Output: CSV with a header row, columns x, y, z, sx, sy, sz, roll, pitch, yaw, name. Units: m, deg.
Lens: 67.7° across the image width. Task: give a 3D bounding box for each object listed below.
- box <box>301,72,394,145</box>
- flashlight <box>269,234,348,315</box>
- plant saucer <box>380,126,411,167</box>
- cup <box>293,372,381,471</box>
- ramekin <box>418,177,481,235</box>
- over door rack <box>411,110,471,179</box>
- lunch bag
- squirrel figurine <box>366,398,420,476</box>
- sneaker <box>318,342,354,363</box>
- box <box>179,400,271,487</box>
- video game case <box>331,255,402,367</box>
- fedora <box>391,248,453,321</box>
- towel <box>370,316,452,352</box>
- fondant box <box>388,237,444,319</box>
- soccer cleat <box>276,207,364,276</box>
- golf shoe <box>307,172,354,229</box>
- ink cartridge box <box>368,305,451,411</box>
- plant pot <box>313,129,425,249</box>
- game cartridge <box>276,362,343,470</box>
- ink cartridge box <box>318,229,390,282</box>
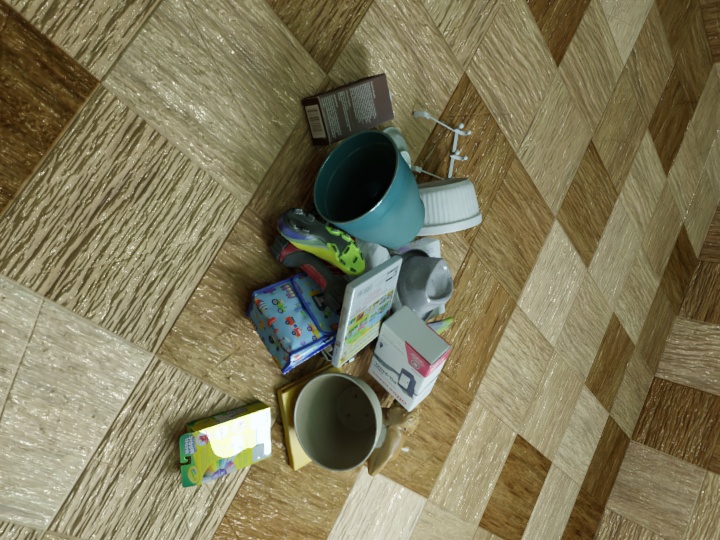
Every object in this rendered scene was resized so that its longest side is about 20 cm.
x,y,z,sx,sy,sz,roll,pitch,yaw,name
-0.024,-0.351,1.164,0.198,0.074,0.102,-29,116,-31,box
-0.100,0.006,1.089,0.067,0.200,0.068,-30,157,-39,flashlight
0.074,-0.226,1.241,0.200,0.049,0.205,-41,138,-50,plant saucer
-0.031,0.321,1.195,0.143,0.196,0.206,4,97,-69,cup
0.192,-0.159,1.306,0.197,0.198,0.108,-19,106,-36,ramekin
0.211,-0.309,1.378,0.197,0.066,0.152,6,94,-41,over door rack
-0.112,0.091,1.112,0.198,0.095,0.152,-26,70,-35,lunch bag
0.083,0.400,1.335,0.199,0.142,0.187,-42,149,1,squirrel figurine
-0.056,0.117,1.189,0.078,0.128,0.205,-17,109,-37,sneaker
-0.278,0.355,1.100,0.197,0.048,0.121,-9,104,-42,box
0.015,0.080,1.108,0.199,0.023,0.186,-31,138,-54,video game case
0.156,0.036,1.276,0.199,0.089,0.181,-31,107,-47,fedora
0.134,0.166,1.376,0.196,0.144,0.023,-4,58,-38,towel
0.147,0.032,1.395,0.142,0.058,0.205,-21,110,-36,fondant box
-0.077,-0.054,1.059,0.198,0.083,0.066,34,63,-19,soccer cleat
-0.036,-0.180,1.192,0.202,0.077,0.094,-56,135,-6,golf shoe
0.107,0.205,1.230,0.084,0.144,0.202,-33,152,-34,ink cartridge box
0.037,-0.145,1.092,0.187,0.197,0.204,35,76,-48,plant pot
-0.105,0.338,1.259,0.174,0.032,0.205,-20,113,-37,game cartridge
0.000,0.000,1.231,0.145,0.082,0.202,-53,127,-33,ink cartridge box
